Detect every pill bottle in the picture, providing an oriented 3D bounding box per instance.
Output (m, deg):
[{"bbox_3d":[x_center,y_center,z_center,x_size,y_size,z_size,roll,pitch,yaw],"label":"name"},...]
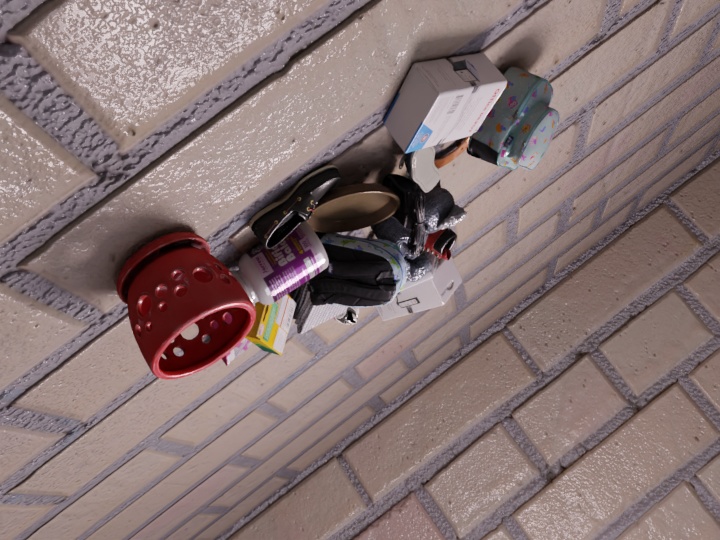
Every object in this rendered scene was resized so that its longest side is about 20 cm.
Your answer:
[{"bbox_3d":[-0.169,-0.004,1.492,0.198,0.113,0.113,-33,160,-13],"label":"pill bottle"}]

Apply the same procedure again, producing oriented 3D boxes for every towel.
[{"bbox_3d":[-0.081,0.040,1.790,0.164,0.086,0.202,-25,155,-36],"label":"towel"}]

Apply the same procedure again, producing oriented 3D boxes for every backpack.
[{"bbox_3d":[0.000,0.000,1.607,0.153,0.196,0.168,-25,117,-52],"label":"backpack"},{"bbox_3d":[0.330,-0.315,1.593,0.175,0.151,0.205,-2,113,-61],"label":"backpack"}]

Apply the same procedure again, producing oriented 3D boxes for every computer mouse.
[{"bbox_3d":[0.099,-0.133,1.561,0.051,0.201,0.142,-8,122,-17],"label":"computer mouse"}]

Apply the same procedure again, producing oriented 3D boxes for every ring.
[{"bbox_3d":[0.195,-0.291,1.636,0.198,0.019,0.201,-34,161,-13],"label":"ring"}]

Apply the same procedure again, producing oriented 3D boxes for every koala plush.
[{"bbox_3d":[0.131,-0.114,1.699,0.198,0.179,0.184,-35,150,6],"label":"koala plush"}]

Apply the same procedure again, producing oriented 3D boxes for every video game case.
[{"bbox_3d":[0.105,0.013,1.935,0.196,0.024,0.182,-24,-166,20],"label":"video game case"}]

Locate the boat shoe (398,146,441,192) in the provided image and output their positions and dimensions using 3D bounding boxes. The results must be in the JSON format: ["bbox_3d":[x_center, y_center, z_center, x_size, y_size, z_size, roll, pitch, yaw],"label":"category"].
[{"bbox_3d":[0.118,-0.221,1.539,0.075,0.062,0.200,-50,161,4],"label":"boat shoe"}]

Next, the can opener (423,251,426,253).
[{"bbox_3d":[0.172,-0.099,1.964,0.066,0.054,0.201,-21,153,-40],"label":"can opener"}]

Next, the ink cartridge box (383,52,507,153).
[{"bbox_3d":[0.158,-0.314,1.419,0.197,0.086,0.147,-22,156,-39],"label":"ink cartridge box"}]

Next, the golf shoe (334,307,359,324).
[{"bbox_3d":[-0.041,0.112,2.000,0.072,0.093,0.200,-41,161,8],"label":"golf shoe"}]

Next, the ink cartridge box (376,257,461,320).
[{"bbox_3d":[0.146,0.043,1.980,0.197,0.086,0.146,-18,-163,36],"label":"ink cartridge box"}]

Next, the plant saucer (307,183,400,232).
[{"bbox_3d":[-0.017,-0.126,1.519,0.195,0.030,0.201,-12,164,-3],"label":"plant saucer"}]

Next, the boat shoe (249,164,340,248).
[{"bbox_3d":[-0.113,-0.118,1.419,0.200,0.063,0.074,-38,158,-5],"label":"boat shoe"}]

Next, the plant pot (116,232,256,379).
[{"bbox_3d":[-0.301,0.051,1.278,0.198,0.184,0.201,-32,161,-13],"label":"plant pot"}]

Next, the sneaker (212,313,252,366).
[{"bbox_3d":[-0.276,0.131,1.670,0.087,0.082,0.201,-33,166,-24],"label":"sneaker"}]

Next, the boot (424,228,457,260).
[{"bbox_3d":[0.148,-0.053,1.886,0.072,0.145,0.201,-8,146,-53],"label":"boot"}]

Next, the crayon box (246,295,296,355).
[{"bbox_3d":[-0.202,0.100,1.657,0.200,0.050,0.129,62,41,-70],"label":"crayon box"}]
